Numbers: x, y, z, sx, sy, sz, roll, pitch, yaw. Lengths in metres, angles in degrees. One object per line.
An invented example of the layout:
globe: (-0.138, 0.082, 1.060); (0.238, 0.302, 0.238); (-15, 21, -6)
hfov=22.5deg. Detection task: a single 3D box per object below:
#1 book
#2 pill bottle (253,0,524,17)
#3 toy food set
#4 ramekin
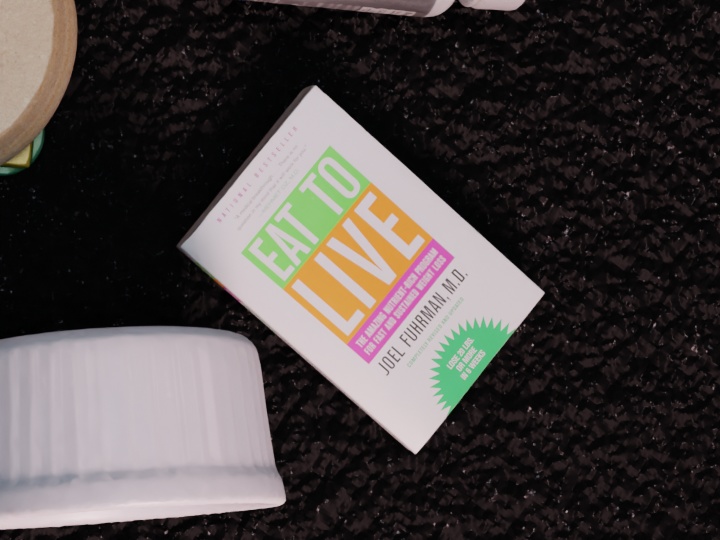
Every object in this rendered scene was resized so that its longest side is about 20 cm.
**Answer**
book: (0.000, 0.000, 1.145); (0.200, 0.048, 0.134); (40, 83, -10)
pill bottle: (0.006, -0.217, 1.117); (0.197, 0.114, 0.115); (3, 87, -13)
toy food set: (-0.270, -0.144, 1.083); (0.198, 0.049, 0.201); (7, 86, -13)
ramekin: (-0.144, 0.092, 1.030); (0.198, 0.200, 0.099); (-2, 81, -13)
